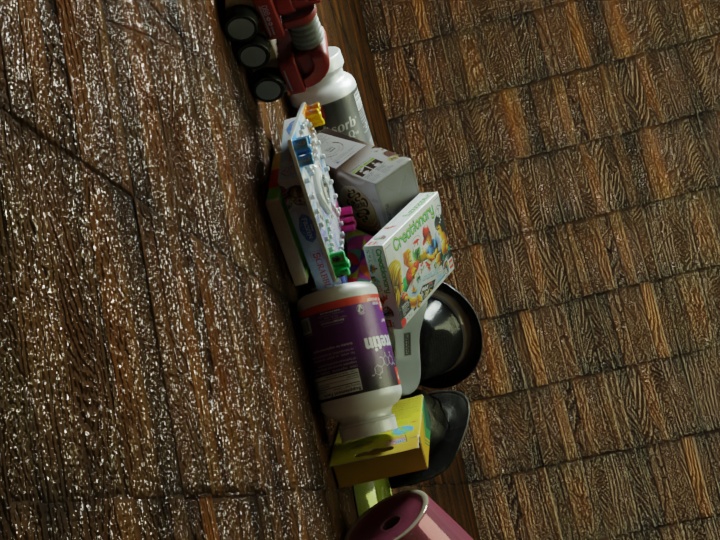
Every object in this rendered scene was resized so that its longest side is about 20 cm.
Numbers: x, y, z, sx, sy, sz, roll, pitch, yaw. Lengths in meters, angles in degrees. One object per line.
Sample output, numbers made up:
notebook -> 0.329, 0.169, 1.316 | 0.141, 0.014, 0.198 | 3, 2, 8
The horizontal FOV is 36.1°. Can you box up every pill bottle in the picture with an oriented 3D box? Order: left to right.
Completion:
pill bottle -> -0.053, -0.264, 1.854 | 0.116, 0.116, 0.200 | -89, 163, -62
pill bottle -> -0.011, 0.121, 1.472 | 0.112, 0.112, 0.200 | 27, 49, -80

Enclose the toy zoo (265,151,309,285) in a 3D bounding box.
toy zoo -> -0.098, -0.083, 1.557 | 0.200, 0.020, 0.131 | -91, 165, -61

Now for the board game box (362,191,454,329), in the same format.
board game box -> 0.072, -0.018, 1.577 | 0.200, 0.035, 0.126 | -45, 126, -53

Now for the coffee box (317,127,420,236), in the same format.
coffee box -> -0.004, -0.132, 1.692 | 0.200, 0.080, 0.113 | 26, -37, 43

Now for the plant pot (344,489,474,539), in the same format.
plant pot -> 0.076, 0.392, 1.427 | 0.179, 0.200, 0.200 | 58, 12, -13

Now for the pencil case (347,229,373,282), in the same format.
pencil case -> 0.000, 0.000, 1.684 | 0.200, 0.088, 0.089 | -84, 160, -52

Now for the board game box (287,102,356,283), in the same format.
board game box -> -0.047, -0.111, 1.490 | 0.200, 0.026, 0.200 | -84, 158, -67

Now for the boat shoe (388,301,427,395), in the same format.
boat shoe -> 0.057, 0.086, 1.669 | 0.066, 0.070, 0.200 | 8, -79, 56

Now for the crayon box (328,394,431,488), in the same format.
crayon box -> 0.029, 0.239, 1.524 | 0.200, 0.127, 0.051 | -65, 141, -76

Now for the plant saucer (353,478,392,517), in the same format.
plant saucer -> 0.027, 0.355, 1.660 | 0.200, 0.031, 0.200 | -13, 90, -83

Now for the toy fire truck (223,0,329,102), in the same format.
toy fire truck -> -0.074, -0.349, 1.520 | 0.176, 0.200, 0.129 | 67, 12, -50

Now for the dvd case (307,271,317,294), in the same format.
dvd case -> -0.041, 0.082, 1.680 | 0.146, 0.022, 0.200 | -85, 159, -68

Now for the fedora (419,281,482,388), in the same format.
fedora -> 0.095, 0.114, 1.747 | 0.092, 0.200, 0.201 | -35, 115, -49

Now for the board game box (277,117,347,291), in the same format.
board game box -> -0.065, -0.092, 1.574 | 0.200, 0.041, 0.200 | -92, 166, -58

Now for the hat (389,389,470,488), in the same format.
hat -> 0.081, 0.247, 1.770 | 0.081, 0.200, 0.201 | 51, 19, -28
